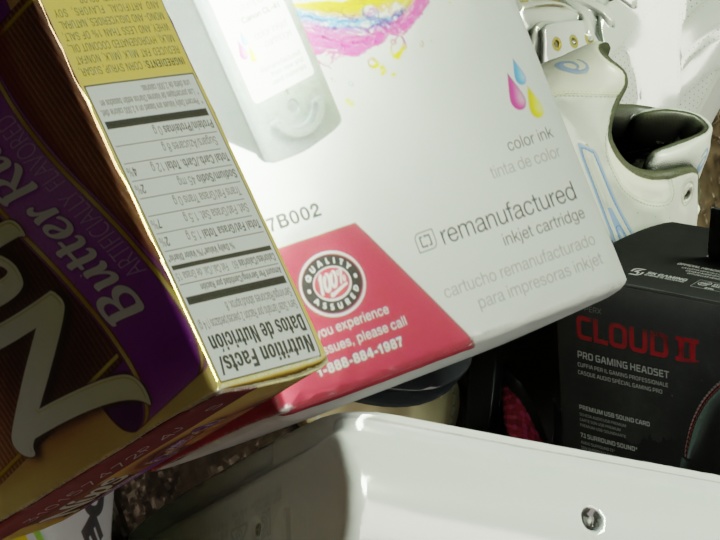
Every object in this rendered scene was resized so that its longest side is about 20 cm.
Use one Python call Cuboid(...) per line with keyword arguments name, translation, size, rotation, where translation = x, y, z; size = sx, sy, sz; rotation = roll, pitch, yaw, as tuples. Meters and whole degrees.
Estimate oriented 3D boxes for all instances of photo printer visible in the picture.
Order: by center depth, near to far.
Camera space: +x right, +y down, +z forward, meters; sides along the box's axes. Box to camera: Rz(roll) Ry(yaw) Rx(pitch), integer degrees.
Cuboid(name="photo printer", translation=(0.040, 0.108, 0.894), size=(0.199, 0.166, 0.070), rotation=(12, 65, -29))

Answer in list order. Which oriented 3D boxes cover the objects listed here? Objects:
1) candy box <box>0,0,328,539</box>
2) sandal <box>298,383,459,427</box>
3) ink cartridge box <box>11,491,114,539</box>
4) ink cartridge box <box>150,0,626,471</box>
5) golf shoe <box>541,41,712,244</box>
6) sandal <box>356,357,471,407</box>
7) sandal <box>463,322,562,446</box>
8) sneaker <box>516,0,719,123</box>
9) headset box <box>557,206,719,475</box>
Cuboid(name="candy box", translation=(-0.103, -0.035, 0.768), size=(0.056, 0.117, 0.201), rotation=(-12, 74, -54))
Cuboid(name="sandal", translation=(-0.002, 0.005, 0.976), size=(0.212, 0.069, 0.078), rotation=(47, 51, -37))
Cuboid(name="ink cartridge box", translation=(-0.126, 0.107, 0.813), size=(0.200, 0.059, 0.104), rotation=(18, 70, -50))
Cuboid(name="ink cartridge box", translation=(-0.026, -0.058, 0.841), size=(0.147, 0.086, 0.201), rotation=(-19, 87, -36))
Cuboid(name="golf shoe", translation=(0.106, -0.011, 1.045), size=(0.200, 0.097, 0.078), rotation=(40, 14, -48))
Cuboid(name="sandal", translation=(-0.024, -0.044, 0.918), size=(0.076, 0.043, 0.201), rotation=(-27, 89, -35))
Cuboid(name="sandal", translation=(0.070, 0.074, 1.046), size=(0.075, 0.045, 0.201), rotation=(39, 44, -52))
Cuboid(name="sneaker", translation=(0.099, -0.106, 1.090), size=(0.115, 0.074, 0.201), rotation=(25, 84, -46))
Cuboid(name="headset box", translation=(0.149, 0.076, 0.965), size=(0.075, 0.148, 0.201), rotation=(-21, 114, -44))
